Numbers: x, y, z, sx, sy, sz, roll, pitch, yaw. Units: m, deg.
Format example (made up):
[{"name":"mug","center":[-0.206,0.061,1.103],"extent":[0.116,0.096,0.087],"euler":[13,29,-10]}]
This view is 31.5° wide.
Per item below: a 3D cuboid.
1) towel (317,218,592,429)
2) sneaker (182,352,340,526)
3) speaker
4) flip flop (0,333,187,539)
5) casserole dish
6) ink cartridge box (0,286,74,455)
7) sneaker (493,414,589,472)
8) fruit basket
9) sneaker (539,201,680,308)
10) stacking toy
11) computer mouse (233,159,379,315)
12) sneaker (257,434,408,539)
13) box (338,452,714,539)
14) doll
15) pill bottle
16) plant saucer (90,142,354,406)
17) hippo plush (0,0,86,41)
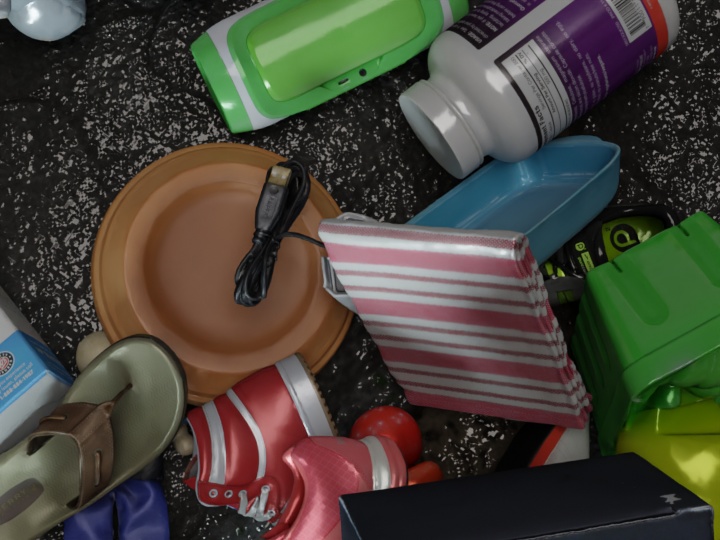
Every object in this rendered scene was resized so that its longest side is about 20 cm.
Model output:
[{"name":"towel","center":[0.067,0.034,0.855],"extent":[0.146,0.200,0.030],"euler":[5,52,31]},{"name":"sneaker","center":[-0.055,0.170,0.902],"extent":[0.112,0.071,0.201],"euler":[-23,94,-11]},{"name":"speaker","center":[-0.022,-0.178,0.959],"extent":[0.200,0.088,0.089],"euler":[-26,83,-5]},{"name":"flip flop","center":[-0.199,0.125,0.870],"extent":[0.200,0.058,0.081],"euler":[-38,92,3]},{"name":"casserole dish","center":[0.106,-0.037,0.913],"extent":[0.200,0.121,0.039],"euler":[-36,116,-34]},{"name":"ink cartridge box","center":[-0.309,0.044,0.915],"extent":[0.115,0.068,0.200],"euler":[-40,71,-5]},{"name":"sneaker","center":[0.143,0.182,0.894],"extent":[0.108,0.067,0.202],"euler":[41,45,-6]},{"name":"fruit basket","center":[0.228,0.093,0.866],"extent":[0.155,0.216,0.216],"euler":[-28,83,-6]},{"name":"sneaker","center":[0.144,-0.006,0.930],"extent":[0.199,0.083,0.071],"euler":[-22,84,-12]},{"name":"stacking toy","center":[0.053,0.188,0.915],"extent":[0.085,0.085,0.200],"euler":[-25,79,-5]},{"name":"computer mouse","center":[0.000,0.000,0.924],"extent":[0.200,0.044,0.110],"euler":[23,65,-31]},{"name":"sneaker","center":[-0.031,0.203,0.832],"extent":[0.087,0.074,0.201],"euler":[13,79,-21]},{"name":"box","center":[0.099,0.228,0.753],"extent":[0.196,0.117,0.201],"euler":[-7,99,-9]},{"name":"doll","center":[-0.186,0.143,0.927],"extent":[0.136,0.048,0.201],"euler":[-3,82,-3]},{"name":"pill bottle","center":[0.129,-0.158,0.945],"extent":[0.200,0.112,0.113],"euler":[-37,84,-6]},{"name":"plant saucer","center":[-0.096,0.000,0.937],"extent":[0.199,0.037,0.201],"euler":[3,78,-13]},{"name":"hippo plush","center":[-0.209,-0.234,0.919],"extent":[0.161,0.200,0.159],"euler":[-44,63,1]}]
